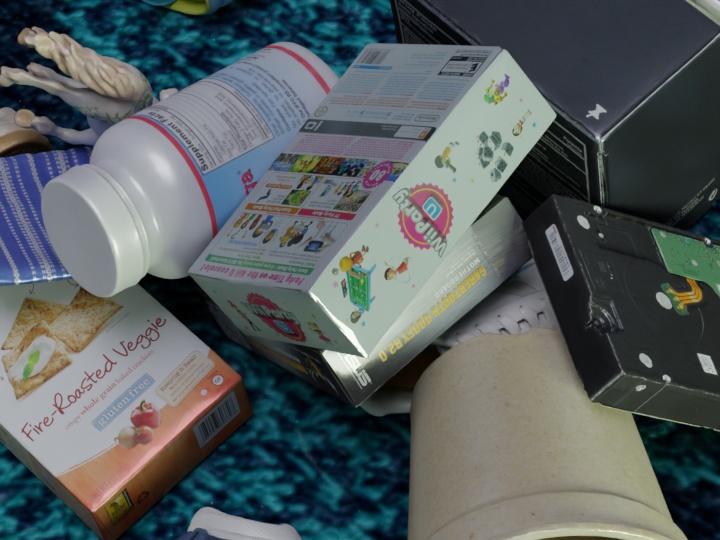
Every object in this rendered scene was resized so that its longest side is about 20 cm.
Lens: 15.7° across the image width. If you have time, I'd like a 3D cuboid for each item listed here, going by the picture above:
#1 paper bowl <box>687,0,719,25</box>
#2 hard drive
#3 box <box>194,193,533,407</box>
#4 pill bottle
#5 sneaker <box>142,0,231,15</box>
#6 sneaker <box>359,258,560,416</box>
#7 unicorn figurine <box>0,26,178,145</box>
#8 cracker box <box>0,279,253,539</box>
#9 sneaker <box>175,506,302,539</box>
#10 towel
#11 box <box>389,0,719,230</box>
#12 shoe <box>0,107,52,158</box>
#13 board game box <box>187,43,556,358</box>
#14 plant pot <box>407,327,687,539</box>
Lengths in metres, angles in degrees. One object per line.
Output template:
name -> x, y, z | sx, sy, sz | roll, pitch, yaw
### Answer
paper bowl -> 0.272, -0.161, 1.709 | 0.201, 0.201, 0.104 | 40, 80, 25
hard drive -> 0.199, 0.034, 1.632 | 0.038, 0.200, 0.140 | -44, 50, 34
box -> 0.000, 0.000, 1.690 | 0.158, 0.048, 0.200 | -40, 26, -15
pill bottle -> -0.103, -0.062, 1.686 | 0.200, 0.109, 0.109 | -30, 59, -30
sneaker -> -0.139, -0.268, 1.906 | 0.130, 0.080, 0.200 | -36, 61, -14
sneaker -> 0.085, 0.047, 1.681 | 0.199, 0.077, 0.081 | -18, 22, 6
unicorn figurine -> -0.165, -0.113, 1.758 | 0.137, 0.200, 0.074 | 15, 95, 4
cracker box -> -0.188, 0.067, 1.735 | 0.134, 0.058, 0.200 | -42, 63, -16
sneaker -> -0.123, 0.218, 1.642 | 0.200, 0.081, 0.147 | -17, 30, 23
towel -> -0.181, -0.044, 1.755 | 0.199, 0.024, 0.145 | -9, 37, -20
box -> 0.131, -0.123, 1.715 | 0.123, 0.199, 0.200 | -42, 64, -15
shoe -> -0.313, -0.056, 1.818 | 0.200, 0.070, 0.053 | -26, 59, -16
board game box -> 0.005, -0.047, 1.606 | 0.200, 0.064, 0.147 | -51, 28, -18
plant pot -> 0.104, 0.144, 1.587 | 0.200, 0.201, 0.184 | -10, 49, 2
